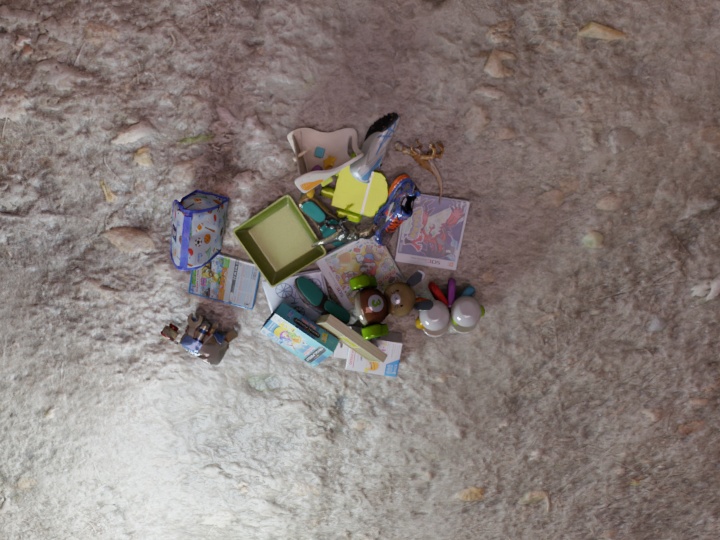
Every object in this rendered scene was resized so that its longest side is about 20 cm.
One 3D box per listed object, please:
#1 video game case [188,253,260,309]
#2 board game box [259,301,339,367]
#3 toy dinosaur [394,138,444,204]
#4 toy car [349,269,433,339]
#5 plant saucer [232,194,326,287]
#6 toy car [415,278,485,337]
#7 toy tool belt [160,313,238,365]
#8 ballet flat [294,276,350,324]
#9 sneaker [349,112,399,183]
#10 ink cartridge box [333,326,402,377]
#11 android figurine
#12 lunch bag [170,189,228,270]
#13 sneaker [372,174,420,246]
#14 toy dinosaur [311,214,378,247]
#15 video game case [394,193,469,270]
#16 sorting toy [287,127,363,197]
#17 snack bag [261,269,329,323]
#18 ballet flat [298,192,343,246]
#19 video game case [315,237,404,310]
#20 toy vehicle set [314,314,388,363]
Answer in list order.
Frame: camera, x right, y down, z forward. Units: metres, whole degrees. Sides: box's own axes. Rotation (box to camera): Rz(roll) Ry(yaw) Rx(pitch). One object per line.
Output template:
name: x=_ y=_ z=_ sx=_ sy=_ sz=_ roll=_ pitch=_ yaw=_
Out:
video game case: x=-0.398 y=0.024 z=1.625 sx=0.197 sy=0.018 sz=0.145 roll=15 pitch=110 yaw=-3
board game box: x=-0.178 y=0.189 z=1.598 sx=0.199 sy=0.047 sz=0.151 roll=35 pitch=144 yaw=-9
toy dinosaur: x=0.180 y=-0.289 z=1.475 sx=0.200 sy=0.061 sz=0.106 roll=42 pitch=131 yaw=-6
toy car: x=0.092 y=0.080 z=1.494 sx=0.197 sy=0.158 sz=0.167 roll=-17 pitch=82 yaw=14
plant saucer: x=-0.224 y=-0.086 z=1.561 sx=0.198 sy=0.048 sz=0.201 roll=-30 pitch=106 yaw=12
toy car: x=0.247 y=0.098 z=1.563 sx=0.196 sy=0.175 sz=0.153 roll=-8 pitch=73 yaw=6
toy tool belt: x=-0.476 y=0.187 z=1.649 sx=0.199 sy=0.125 sz=0.124 roll=34 pitch=77 yaw=-13
ballet flat: x=-0.121 y=0.100 z=1.593 sx=0.199 sy=0.074 sz=0.074 roll=40 pitch=107 yaw=-8
sneaker: x=0.043 y=-0.320 z=1.444 sx=0.072 sy=0.072 sz=0.202 roll=36 pitch=85 yaw=-42
ink cartridge box: x=0.020 y=0.239 z=1.654 sx=0.196 sy=0.068 sz=0.117 roll=8 pitch=110 yaw=0
android figurine: x=-0.006 y=-0.221 z=1.507 sx=0.196 sy=0.041 sz=0.185 roll=14 pitch=109 yaw=-2
lunch bag: x=-0.441 y=-0.109 z=1.483 sx=0.122 sy=0.201 sz=0.173 roll=11 pitch=111 yaw=-2
sneaker: x=0.095 y=-0.152 z=1.481 sx=0.075 sy=0.078 sz=0.202 roll=-1 pitch=122 yaw=-45
toy dinosaur: x=-0.054 y=-0.106 z=1.478 sx=0.196 sy=0.048 sz=0.089 roll=-9 pitch=130 yaw=16
video game case: x=0.198 y=-0.109 z=1.546 sx=0.179 sy=0.023 sz=0.203 roll=8 pitch=110 yaw=0
sorting toy: x=-0.082 y=-0.292 z=1.423 sx=0.178 sy=0.202 sz=0.107 roll=-23 pitch=138 yaw=10
snack bag: x=-0.178 y=0.102 z=1.641 sx=0.185 sy=0.021 sz=0.203 roll=-10 pitch=111 yaw=7
ballet flat: x=-0.099 y=-0.147 z=1.521 sx=0.068 sy=0.064 sz=0.200 roll=-27 pitch=134 yaw=13
video game case: x=0.000 y=0.000 z=1.585 sx=0.198 sy=0.023 sz=0.184 roll=-27 pitch=113 yaw=11
toy vehicle set: x=-0.028 y=0.190 z=1.536 sx=0.199 sy=0.124 sz=0.027 roll=36 pitch=74 yaw=-12
